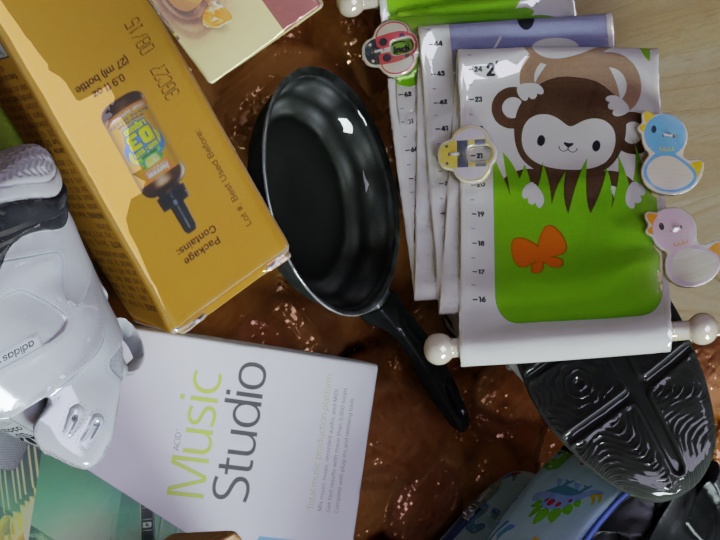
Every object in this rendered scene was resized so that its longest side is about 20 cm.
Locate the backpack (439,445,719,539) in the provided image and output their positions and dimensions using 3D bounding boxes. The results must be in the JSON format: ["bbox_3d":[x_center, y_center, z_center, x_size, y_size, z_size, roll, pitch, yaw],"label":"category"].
[{"bbox_3d":[0.095,0.201,0.837,0.200,0.147,0.184,-41,110,-24],"label":"backpack"}]

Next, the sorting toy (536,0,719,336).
[{"bbox_3d":[0.194,-0.080,0.857,0.198,0.070,0.201,-11,97,6],"label":"sorting toy"}]

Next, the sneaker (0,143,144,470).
[{"bbox_3d":[-0.163,0.049,0.685,0.200,0.075,0.115,-49,117,-36],"label":"sneaker"}]

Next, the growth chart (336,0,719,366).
[{"bbox_3d":[0.077,-0.050,0.790,0.143,0.018,0.202,-13,71,4],"label":"growth chart"}]

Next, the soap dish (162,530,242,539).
[{"bbox_3d":[-0.110,0.215,0.743,0.199,0.081,0.158,-31,116,-14],"label":"soap dish"}]

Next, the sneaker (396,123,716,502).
[{"bbox_3d":[0.093,0.029,0.831,0.075,0.115,0.201,-33,68,-5],"label":"sneaker"}]

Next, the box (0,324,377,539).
[{"bbox_3d":[-0.094,0.099,0.800,0.198,0.036,0.146,9,87,-26],"label":"box"}]

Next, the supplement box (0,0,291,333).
[{"bbox_3d":[-0.110,-0.074,0.738,0.066,0.069,0.201,-35,105,-22],"label":"supplement box"}]

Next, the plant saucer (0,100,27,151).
[{"bbox_3d":[-0.170,-0.113,0.759,0.198,0.031,0.202,0,90,-27],"label":"plant saucer"}]

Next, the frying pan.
[{"bbox_3d":[0.002,-0.015,0.843,0.190,0.031,0.116,47,43,-44],"label":"frying pan"}]

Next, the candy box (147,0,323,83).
[{"bbox_3d":[-0.072,-0.155,0.715,0.055,0.200,0.116,-34,107,8],"label":"candy box"}]
